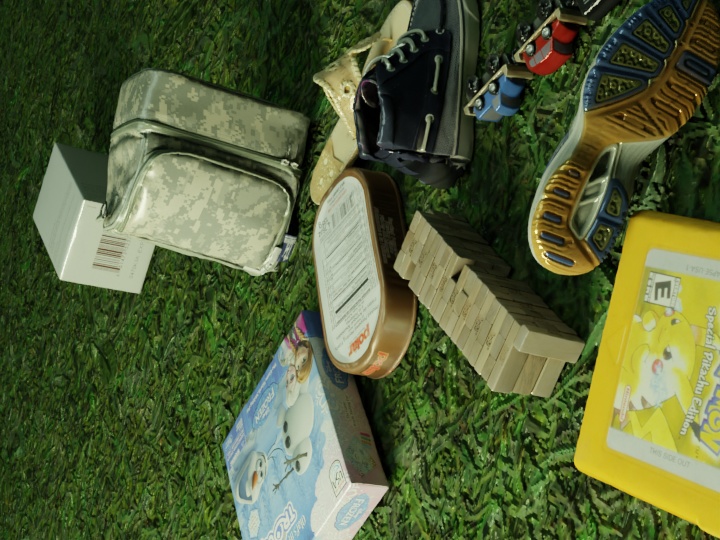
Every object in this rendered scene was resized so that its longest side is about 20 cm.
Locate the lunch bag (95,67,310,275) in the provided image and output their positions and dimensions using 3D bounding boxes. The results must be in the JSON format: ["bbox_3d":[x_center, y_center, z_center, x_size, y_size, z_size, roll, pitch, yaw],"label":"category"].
[{"bbox_3d":[-0.159,-0.096,1.298,0.139,0.198,0.170,2,78,62],"label":"lunch bag"}]

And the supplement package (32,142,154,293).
[{"bbox_3d":[-0.353,-0.072,1.702,0.200,0.116,0.118,49,123,54],"label":"supplement package"}]

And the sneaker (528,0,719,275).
[{"bbox_3d":[0.166,-0.095,0.852,0.202,0.075,0.088,-58,4,6],"label":"sneaker"}]

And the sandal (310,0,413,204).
[{"bbox_3d":[-0.016,-0.159,1.193,0.214,0.069,0.078,-65,32,22],"label":"sandal"}]

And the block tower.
[{"bbox_3d":[0.090,0.022,0.964,0.200,0.053,0.058,51,124,54],"label":"block tower"}]

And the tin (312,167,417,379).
[{"bbox_3d":[0.000,0.000,1.146,0.112,0.041,0.202,-50,40,46],"label":"tin"}]

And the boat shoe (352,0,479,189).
[{"bbox_3d":[0.044,-0.174,1.070,0.074,0.092,0.203,-29,56,53],"label":"boat shoe"}]

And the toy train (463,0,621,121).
[{"bbox_3d":[0.142,-0.174,0.963,0.200,0.034,0.046,-44,56,44],"label":"toy train"}]

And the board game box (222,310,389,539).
[{"bbox_3d":[-0.058,0.179,1.175,0.201,0.043,0.200,-59,36,34],"label":"board game box"}]

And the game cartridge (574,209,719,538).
[{"bbox_3d":[0.215,0.062,0.755,0.199,0.032,0.179,17,95,62],"label":"game cartridge"}]
